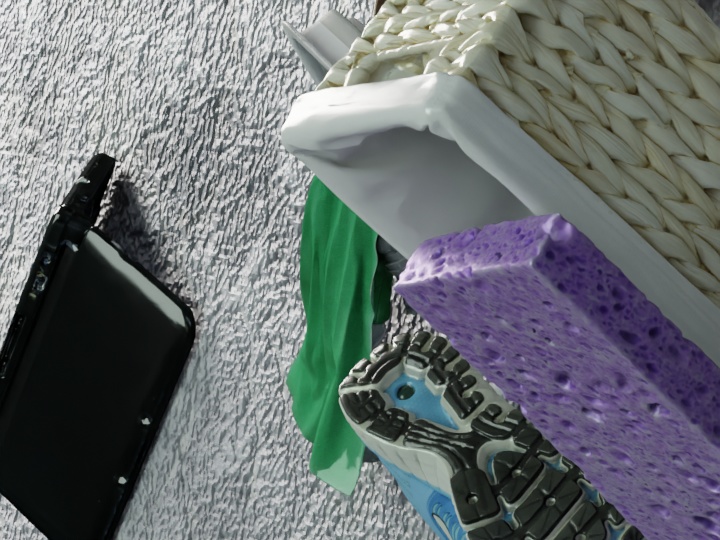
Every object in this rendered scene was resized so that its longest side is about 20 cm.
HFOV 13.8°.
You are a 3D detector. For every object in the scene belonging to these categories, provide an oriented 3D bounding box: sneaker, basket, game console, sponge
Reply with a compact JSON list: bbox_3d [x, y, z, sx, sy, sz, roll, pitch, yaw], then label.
[{"bbox_3d":[0.074,0.108,1.385,0.078,0.090,0.200,-37,47,-9],"label":"sneaker"},{"bbox_3d":[0.092,-0.045,1.232,0.124,0.200,0.135,-56,23,-20],"label":"basket"},{"bbox_3d":[-0.170,0.055,1.901,0.176,0.116,0.201,-68,3,-65],"label":"game console"},{"bbox_3d":[0.110,0.057,1.198,0.030,0.200,0.111,-54,21,-22],"label":"sponge"}]

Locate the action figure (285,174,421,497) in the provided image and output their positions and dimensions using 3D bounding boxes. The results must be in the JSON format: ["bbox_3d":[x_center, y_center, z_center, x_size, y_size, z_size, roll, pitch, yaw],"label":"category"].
[{"bbox_3d":[0.000,0.000,1.528,0.118,0.054,0.201,-128,40,-54],"label":"action figure"}]

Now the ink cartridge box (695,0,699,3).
[{"bbox_3d":[0.142,-0.224,1.281,0.146,0.084,0.201,-76,7,-68],"label":"ink cartridge box"}]

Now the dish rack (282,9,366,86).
[{"bbox_3d":[0.047,-0.031,1.385,0.043,0.200,0.172,-36,33,-3],"label":"dish rack"}]

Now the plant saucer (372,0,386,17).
[{"bbox_3d":[0.066,-0.133,1.503,0.200,0.034,0.202,-27,59,56],"label":"plant saucer"}]
